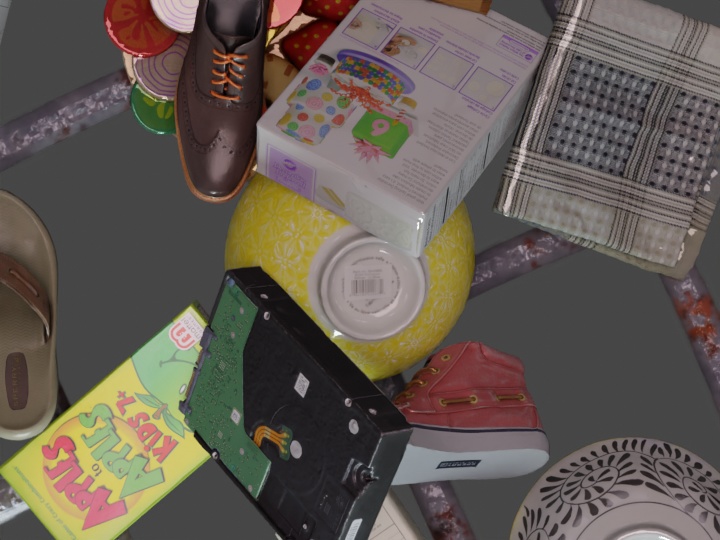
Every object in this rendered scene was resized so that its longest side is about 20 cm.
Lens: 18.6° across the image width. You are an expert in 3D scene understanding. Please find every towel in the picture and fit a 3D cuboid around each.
[{"bbox_3d":[0.210,-0.105,1.676,0.199,0.034,0.194,17,93,-31],"label":"towel"}]

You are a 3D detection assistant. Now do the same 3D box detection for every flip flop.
[{"bbox_3d":[-0.275,0.030,1.700,0.081,0.058,0.201,-7,75,2],"label":"flip flop"}]

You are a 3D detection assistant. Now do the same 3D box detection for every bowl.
[{"bbox_3d":[0.000,0.000,1.664,0.199,0.108,0.202,-2,104,-9],"label":"bowl"},{"bbox_3d":[0.216,0.235,1.708,0.199,0.094,0.202,0,92,0],"label":"bowl"}]

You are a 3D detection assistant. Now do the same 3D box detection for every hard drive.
[{"bbox_3d":[-0.051,0.109,1.601,0.200,0.038,0.140,43,125,36],"label":"hard drive"}]

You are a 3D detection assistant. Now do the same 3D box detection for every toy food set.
[{"bbox_3d":[-0.095,-0.183,1.706,0.197,0.049,0.201,32,93,-2],"label":"toy food set"}]

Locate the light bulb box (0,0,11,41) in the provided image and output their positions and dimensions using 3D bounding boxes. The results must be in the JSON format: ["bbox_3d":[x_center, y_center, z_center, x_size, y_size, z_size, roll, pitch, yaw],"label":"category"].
[{"bbox_3d":[-0.359,-0.269,1.662,0.199,0.125,0.200,16,94,0],"label":"light bulb box"}]

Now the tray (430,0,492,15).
[{"bbox_3d":[0.072,-0.301,1.673,0.098,0.037,0.201,14,72,-1],"label":"tray"}]

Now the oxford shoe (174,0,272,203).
[{"bbox_3d":[-0.104,-0.150,1.647,0.071,0.073,0.201,5,93,-1],"label":"oxford shoe"}]

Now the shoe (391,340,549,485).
[{"bbox_3d":[0.047,0.107,1.677,0.199,0.072,0.091,2,59,-27],"label":"shoe"}]

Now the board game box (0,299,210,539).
[{"bbox_3d":[-0.174,0.127,1.724,0.200,0.048,0.102,-40,93,2],"label":"board game box"}]

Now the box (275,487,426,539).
[{"bbox_3d":[0.025,0.254,1.716,0.095,0.078,0.201,-32,93,1],"label":"box"}]

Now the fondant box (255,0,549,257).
[{"bbox_3d":[0.033,-0.123,1.638,0.144,0.058,0.200,28,56,15],"label":"fondant box"}]
